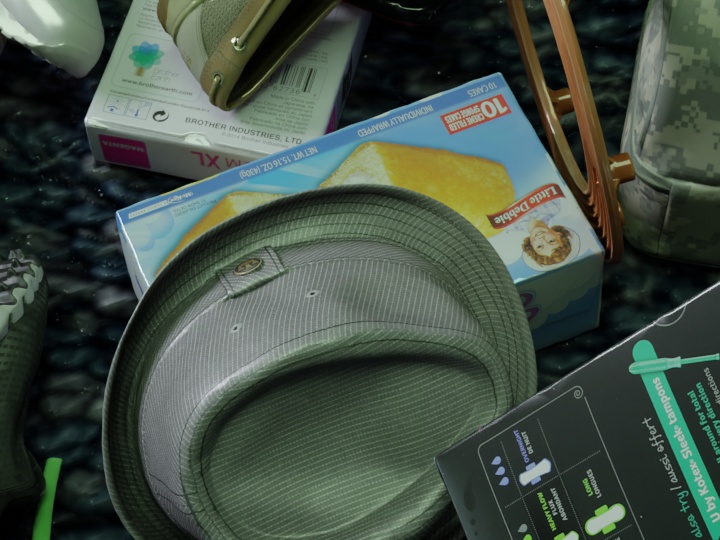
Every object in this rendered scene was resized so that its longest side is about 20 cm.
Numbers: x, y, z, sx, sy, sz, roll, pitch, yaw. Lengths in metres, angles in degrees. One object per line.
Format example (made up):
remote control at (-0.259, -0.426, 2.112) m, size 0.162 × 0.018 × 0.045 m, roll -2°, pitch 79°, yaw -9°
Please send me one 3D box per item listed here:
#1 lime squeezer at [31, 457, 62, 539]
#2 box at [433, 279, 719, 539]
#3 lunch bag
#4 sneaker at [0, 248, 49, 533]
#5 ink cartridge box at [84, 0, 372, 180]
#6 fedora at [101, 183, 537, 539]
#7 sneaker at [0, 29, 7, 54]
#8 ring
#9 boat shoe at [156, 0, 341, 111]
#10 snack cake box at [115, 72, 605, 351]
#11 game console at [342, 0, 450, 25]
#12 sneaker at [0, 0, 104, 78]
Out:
lime squeezer at (-0.113, 0.163, 0.821) m, size 0.070 × 0.038 × 0.200 m, roll -28°, pitch 59°, yaw -16°
box at (0.158, 0.081, 0.738) m, size 0.200 × 0.148 × 0.125 m, roll -35°, pitch 65°, yaw 28°
lunch bag at (0.224, -0.093, 0.903) m, size 0.198 × 0.168 × 0.140 m, roll 9°, pitch 57°, yaw 7°
sneaker at (-0.174, 0.068, 0.870) m, size 0.066 × 0.091 × 0.200 m, roll -13°, pitch 28°, yaw 13°
ink cartridge box at (-0.056, -0.134, 1.017) m, size 0.118 × 0.042 × 0.201 m, roll 11°, pitch 60°, yaw 7°
fedora at (-0.007, 0.059, 0.804) m, size 0.199 × 0.090 × 0.178 m, roll -16°, pitch 102°, yaw -12°
sneaker at (-0.214, -0.098, 0.977) m, size 0.084 × 0.073 × 0.201 m, roll -16°, pitch 56°, yaw -6°
ring at (0.091, -0.101, 0.893) m, size 0.019 × 0.201 × 0.202 m, roll -16°, pitch 57°, yaw 1°
boat shoe at (-0.006, -0.158, 0.938) m, size 0.200 × 0.073 × 0.063 m, roll -35°, pitch 73°, yaw 10°
snack cake box at (0.000, 0.000, 0.909) m, size 0.199 × 0.067 × 0.115 m, roll -21°, pitch 57°, yaw -11°
game console at (-0.019, -0.247, 0.993) m, size 0.199 × 0.119 × 0.173 m, roll 21°, pitch 60°, yaw 10°
sneaker at (-0.171, -0.181, 1.008) m, size 0.080 × 0.076 × 0.201 m, roll -39°, pitch 54°, yaw 10°
